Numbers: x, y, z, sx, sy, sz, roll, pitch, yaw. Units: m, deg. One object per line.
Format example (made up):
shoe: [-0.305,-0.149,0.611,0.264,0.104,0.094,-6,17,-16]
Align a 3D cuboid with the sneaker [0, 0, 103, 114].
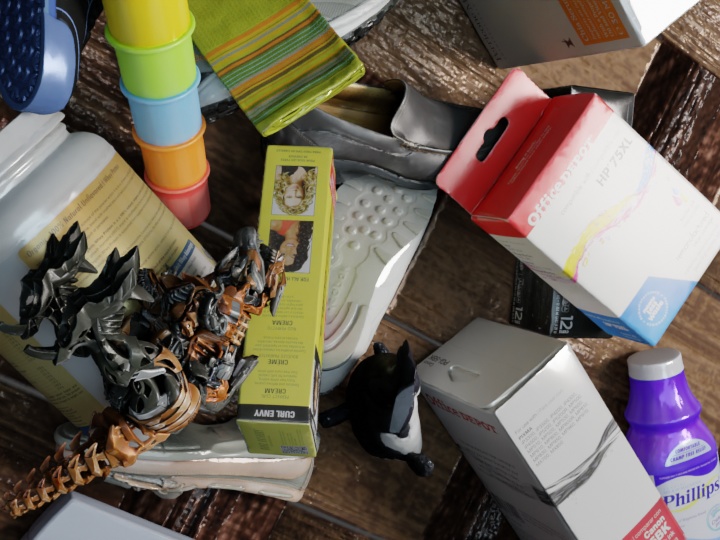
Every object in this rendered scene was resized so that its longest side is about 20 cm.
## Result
sneaker: [-0.187,-0.178,0.641,0.078,0.070,0.202,15,52,-43]

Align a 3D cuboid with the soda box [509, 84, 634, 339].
soda box: [0.174,-0.048,0.836,0.063,0.071,0.202,2,95,-21]

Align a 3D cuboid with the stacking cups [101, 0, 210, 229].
stacking cups: [-0.127,-0.109,0.668,0.060,0.061,0.201,-22,137,-17]

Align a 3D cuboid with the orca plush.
orca plush: [0.006,0.111,0.736,0.070,0.200,0.106,-19,86,-6]

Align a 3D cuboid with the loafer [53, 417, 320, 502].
loafer: [-0.125,0.146,0.747,0.198,0.072,0.064,4,102,-24]

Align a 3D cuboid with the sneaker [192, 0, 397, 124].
sneaker: [-0.052,-0.184,0.736,0.199,0.074,0.080,-30,93,-18]

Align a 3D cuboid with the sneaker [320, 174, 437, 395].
sneaker: [0.000,0.000,0.780,0.076,0.081,0.201,23,66,17]

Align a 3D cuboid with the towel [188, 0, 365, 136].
towel: [-0.087,-0.188,0.695,0.086,0.018,0.201,-34,75,-12]

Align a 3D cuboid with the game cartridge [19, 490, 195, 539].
game cartridge: [-0.216,0.269,0.741,0.133,0.040,0.201,29,85,-25]

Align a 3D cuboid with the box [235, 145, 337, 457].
box: [-0.047,0.019,0.688,0.050,0.075,0.202,2,63,2]

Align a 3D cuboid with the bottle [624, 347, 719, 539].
bottle: [0.277,0.171,0.901,0.083,0.065,0.202,-15,101,-18]

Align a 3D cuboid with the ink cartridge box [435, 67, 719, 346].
ink cartridge box: [0.168,-0.049,0.759,0.199,0.067,0.117,37,84,-18]

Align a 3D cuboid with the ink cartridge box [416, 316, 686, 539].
ink cartridge box: [0.146,0.145,0.805,0.083,0.147,0.201,-38,108,-14]

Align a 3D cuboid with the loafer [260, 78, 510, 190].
loafer: [0.027,-0.107,0.757,0.198,0.073,0.073,-5,142,-19]

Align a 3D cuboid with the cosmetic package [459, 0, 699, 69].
cosmetic package: [0.149,-0.215,0.739,0.071,0.200,0.102,-38,107,-12]

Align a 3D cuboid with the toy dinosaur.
toy dinosaur: [-0.121,0.050,0.569,0.136,0.101,0.201,53,46,-35]

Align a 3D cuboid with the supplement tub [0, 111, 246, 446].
supplement tub: [-0.184,0.002,0.665,0.145,0.144,0.200,-44,109,-11]
